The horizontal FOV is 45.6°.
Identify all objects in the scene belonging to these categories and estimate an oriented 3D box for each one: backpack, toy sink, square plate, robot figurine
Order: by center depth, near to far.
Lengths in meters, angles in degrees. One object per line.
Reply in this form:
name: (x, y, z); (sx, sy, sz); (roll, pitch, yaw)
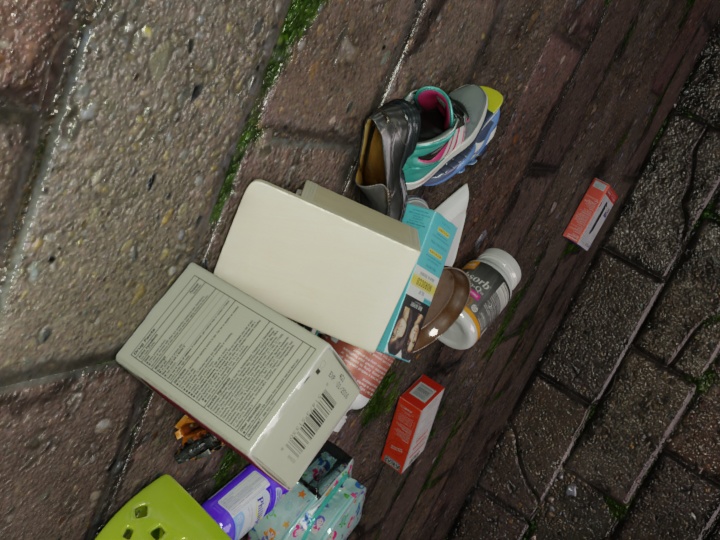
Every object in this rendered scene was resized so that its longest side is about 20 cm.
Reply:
toy sink: (-0.048, -0.018, 0.968); (0.112, 0.198, 0.131); (-87, -159, -73)
robot figurine: (-0.141, 0.164, 1.009); (0.199, 0.059, 0.145); (-32, 178, 37)
backpack: (-0.090, 0.402, 1.411); (0.200, 0.150, 0.178); (-37, 151, -34)
square plate: (0.121, -0.024, 1.465); (0.198, 0.028, 0.201); (-42, 152, -38)

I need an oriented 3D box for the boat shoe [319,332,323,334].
boat shoe: (-0.002, -0.001, 1.163); (0.199, 0.074, 0.066); (-46, 174, -9)

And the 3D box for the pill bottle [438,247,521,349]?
pill bottle: (0.223, 0.051, 1.664); (0.200, 0.116, 0.117); (-45, 154, -33)

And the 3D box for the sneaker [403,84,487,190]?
sneaker: (0.108, -0.208, 1.141); (0.200, 0.083, 0.121); (-48, 165, -22)

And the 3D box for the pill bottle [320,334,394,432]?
pill bottle: (-0.014, 0.129, 1.257); (0.201, 0.112, 0.112); (-57, 158, -5)

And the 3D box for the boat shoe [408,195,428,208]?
boat shoe: (0.065, -0.011, 1.282); (0.066, 0.073, 0.202); (-105, -163, -56)

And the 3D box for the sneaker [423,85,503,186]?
sneaker: (0.144, -0.182, 1.256); (0.200, 0.074, 0.083); (-47, 157, -26)

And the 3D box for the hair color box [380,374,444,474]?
hair color box: (0.112, 0.334, 1.857); (0.101, 0.061, 0.201); (-34, 146, -46)

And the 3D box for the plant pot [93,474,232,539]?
plant pot: (-0.247, 0.401, 1.003); (0.181, 0.199, 0.200); (-26, 142, -44)

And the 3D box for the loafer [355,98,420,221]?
loafer: (0.018, -0.116, 1.085); (0.072, 0.072, 0.202); (-22, 129, -43)

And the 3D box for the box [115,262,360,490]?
box: (-0.121, 0.104, 0.859); (0.128, 0.199, 0.109); (-53, 147, -15)

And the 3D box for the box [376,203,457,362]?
box: (0.065, 0.018, 1.168); (0.082, 0.049, 0.202); (27, 82, -58)

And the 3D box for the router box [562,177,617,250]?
router box: (0.645, -0.154, 2.397); (0.181, 0.049, 0.200); (-62, 158, 7)

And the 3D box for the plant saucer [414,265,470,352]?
plant saucer: (0.095, 0.063, 1.437); (0.199, 0.035, 0.201); (-22, 141, -19)

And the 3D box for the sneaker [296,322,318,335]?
sneaker: (-0.043, 0.029, 1.089); (0.079, 0.077, 0.201); (18, 103, -46)

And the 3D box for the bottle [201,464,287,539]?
bottle: (-0.158, 0.330, 1.264); (0.200, 0.065, 0.084); (-34, 146, -47)
